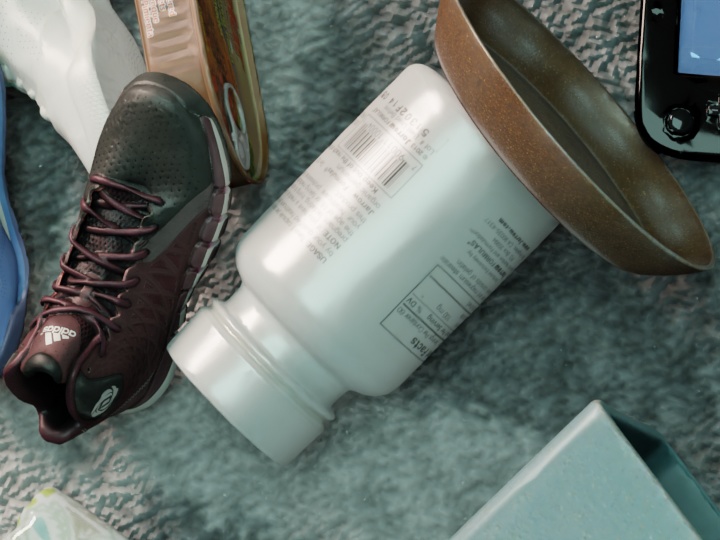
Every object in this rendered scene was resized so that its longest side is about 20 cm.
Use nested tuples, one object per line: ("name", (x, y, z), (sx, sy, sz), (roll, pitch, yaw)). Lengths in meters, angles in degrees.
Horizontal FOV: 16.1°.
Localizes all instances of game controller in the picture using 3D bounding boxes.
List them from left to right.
("game controller", (0.203, -0.153, 1.370), (0.104, 0.042, 0.201), (3, 78, 9))

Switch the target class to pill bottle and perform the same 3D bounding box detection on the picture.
("pill bottle", (0.000, 0.000, 1.323), (0.200, 0.114, 0.114), (-45, 75, 1))

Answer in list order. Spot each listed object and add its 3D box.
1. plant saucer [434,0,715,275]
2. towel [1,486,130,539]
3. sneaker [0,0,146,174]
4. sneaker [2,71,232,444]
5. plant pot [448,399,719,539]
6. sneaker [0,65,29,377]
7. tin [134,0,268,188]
("plant saucer", (0.102, -0.068, 1.291), (0.034, 0.200, 0.200), (-42, 74, 17))
("towel", (-0.154, 0.239, 1.326), (0.171, 0.048, 0.200), (34, 83, 14))
("sneaker", (-0.175, -0.118, 1.411), (0.088, 0.075, 0.200), (-28, 68, 14))
("sneaker", (-0.128, 0.005, 1.297), (0.076, 0.116, 0.200), (20, 120, 18))
("plant pot", (0.109, 0.206, 1.226), (0.200, 0.196, 0.197), (-38, 74, 7))
("sneaker", (-0.232, -0.032, 1.371), (0.074, 0.082, 0.201), (-22, 73, 40))
("tin", (-0.090, -0.138, 1.375), (0.042, 0.112, 0.201), (-15, 74, 15))
